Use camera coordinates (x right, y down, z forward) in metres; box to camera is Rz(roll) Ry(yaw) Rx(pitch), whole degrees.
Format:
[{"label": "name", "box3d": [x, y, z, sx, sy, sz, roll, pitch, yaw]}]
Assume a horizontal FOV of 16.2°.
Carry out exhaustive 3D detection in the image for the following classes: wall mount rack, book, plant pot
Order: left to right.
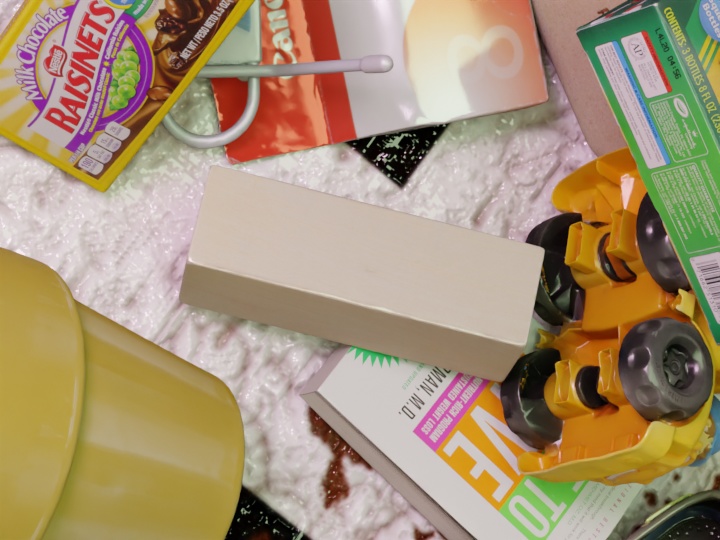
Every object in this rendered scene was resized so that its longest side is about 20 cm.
[{"label": "plant pot", "box3d": [-0.175, 0.097, 1.386, 0.188, 0.201, 0.201, 16, 83, -33]}, {"label": "wall mount rack", "box3d": [-0.066, -0.173, 1.461, 0.173, 0.075, 0.201, -1, 91, 5]}, {"label": "book", "box3d": [0.077, 0.092, 1.540, 0.200, 0.048, 0.134, 43, 71, -12]}]

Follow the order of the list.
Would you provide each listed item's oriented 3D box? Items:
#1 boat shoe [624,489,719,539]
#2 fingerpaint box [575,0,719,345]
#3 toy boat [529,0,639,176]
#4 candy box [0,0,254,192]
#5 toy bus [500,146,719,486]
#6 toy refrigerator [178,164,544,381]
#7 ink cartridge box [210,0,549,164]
[{"label": "boat shoe", "box3d": [0.159, 0.211, 1.538, 0.072, 0.060, 0.202, 40, 71, 22]}, {"label": "fingerpaint box", "box3d": [0.238, -0.085, 1.442, 0.167, 0.073, 0.201, -30, 100, -36]}, {"label": "toy boat", "box3d": [0.190, -0.164, 1.556, 0.131, 0.130, 0.201, -30, 99, -47]}, {"label": "candy box", "box3d": [-0.139, -0.130, 1.406, 0.102, 0.200, 0.026, 31, 42, -12]}, {"label": "toy bus", "box3d": [0.197, 0.049, 1.521, 0.192, 0.136, 0.201, 26, 63, -32]}, {"label": "toy refrigerator", "box3d": [0.000, 0.000, 1.469, 0.199, 0.076, 0.070, 13, 70, -3]}, {"label": "ink cartridge box", "box3d": [0.003, -0.161, 1.517, 0.199, 0.050, 0.163, -12, 91, -20]}]
